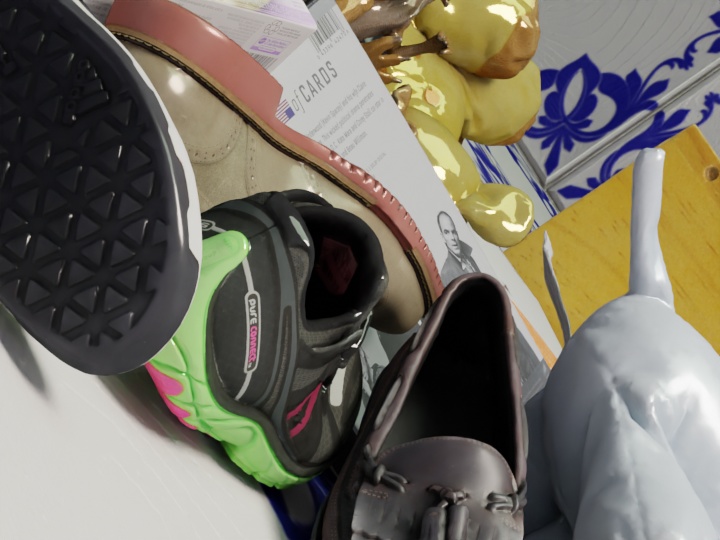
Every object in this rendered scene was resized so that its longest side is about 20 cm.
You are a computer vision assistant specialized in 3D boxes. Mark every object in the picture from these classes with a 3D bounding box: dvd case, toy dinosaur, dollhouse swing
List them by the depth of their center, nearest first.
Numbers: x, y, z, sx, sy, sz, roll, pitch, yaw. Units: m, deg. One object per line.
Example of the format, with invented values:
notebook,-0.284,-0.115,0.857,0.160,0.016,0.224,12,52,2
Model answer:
dvd case,0.000,0.000,1.115,0.201,0.025,0.150,58,34,-10
toy dinosaur,-0.026,-0.112,1.219,0.107,0.198,0.061,-108,-160,-43
dollhouse swing,0.162,0.036,1.630,0.182,0.199,0.176,59,7,29

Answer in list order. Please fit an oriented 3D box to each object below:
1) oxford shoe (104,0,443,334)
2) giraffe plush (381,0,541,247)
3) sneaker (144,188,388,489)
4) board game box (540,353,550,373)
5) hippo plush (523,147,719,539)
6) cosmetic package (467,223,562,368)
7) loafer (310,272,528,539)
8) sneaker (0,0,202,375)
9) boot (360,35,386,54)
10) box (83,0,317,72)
oxford shoe,-0.042,-0.021,1.010,0.070,0.075,0.200,16,-19,47
giraffe plush,0.020,-0.067,1.420,0.200,0.171,0.163,53,23,-54
sneaker,-0.022,0.021,0.928,0.077,0.083,0.200,58,4,13
board game box,0.095,0.093,1.259,0.159,0.039,0.201,96,-29,-48
hippo plush,0.131,0.096,1.041,0.160,0.159,0.201,19,55,-21
cosmetic package,0.064,0.045,1.458,0.102,0.071,0.200,52,8,-27
loafer,0.026,0.069,0.954,0.071,0.063,0.200,16,29,-3
sneaker,-0.092,-0.047,0.834,0.201,0.071,0.083,60,7,31
boot,-0.073,-0.128,1.273,0.203,0.074,0.154,26,41,-12
box,-0.091,-0.106,0.995,0.199,0.041,0.039,7,47,-55
